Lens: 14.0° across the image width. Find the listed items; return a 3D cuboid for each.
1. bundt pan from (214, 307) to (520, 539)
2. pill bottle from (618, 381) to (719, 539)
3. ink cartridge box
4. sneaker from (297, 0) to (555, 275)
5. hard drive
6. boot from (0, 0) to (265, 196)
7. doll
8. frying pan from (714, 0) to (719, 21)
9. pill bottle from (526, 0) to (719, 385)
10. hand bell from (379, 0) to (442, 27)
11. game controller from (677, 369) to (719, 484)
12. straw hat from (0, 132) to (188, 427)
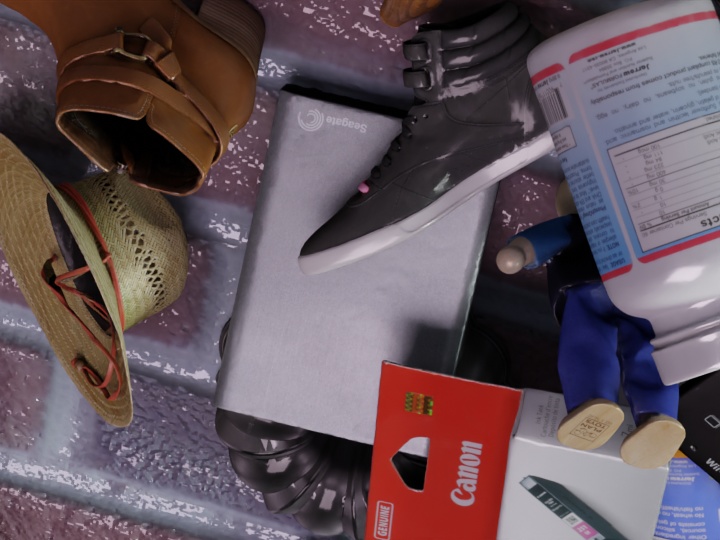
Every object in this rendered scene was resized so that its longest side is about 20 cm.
[{"bbox_3d":[-0.003,0.095,1.861,0.201,0.076,0.202,7,128,9],"label":"bundt pan"},{"bbox_3d":[0.211,0.138,1.816,0.112,0.112,0.200,-1,127,15],"label":"pill bottle"},{"bbox_3d":[0.088,0.141,1.749,0.173,0.044,0.200,10,142,4],"label":"ink cartridge box"},{"bbox_3d":[0.032,-0.081,1.688,0.200,0.071,0.099,-33,98,4],"label":"sneaker"},{"bbox_3d":[0.000,0.000,1.760,0.139,0.033,0.200,13,103,3],"label":"hard drive"},{"bbox_3d":[-0.157,-0.123,1.675,0.200,0.155,0.077,27,129,-7],"label":"boot"},{"bbox_3d":[0.137,0.016,1.684,0.136,0.200,0.048,17,134,-19],"label":"doll"},{"bbox_3d":[0.211,-0.159,1.640,0.190,0.031,0.115,-22,118,25],"label":"frying pan"},{"bbox_3d":[0.172,-0.044,1.614,0.109,0.109,0.200,-20,87,27],"label":"pill bottle"},{"bbox_3d":[0.065,-0.194,1.627,0.104,0.104,0.200,32,141,-12],"label":"hand bell"},{"bbox_3d":[0.270,0.115,1.702,0.200,0.042,0.104,39,116,-18],"label":"game controller"},{"bbox_3d":[-0.153,-0.012,1.804,0.085,0.201,0.201,-26,128,-18],"label":"straw hat"}]
